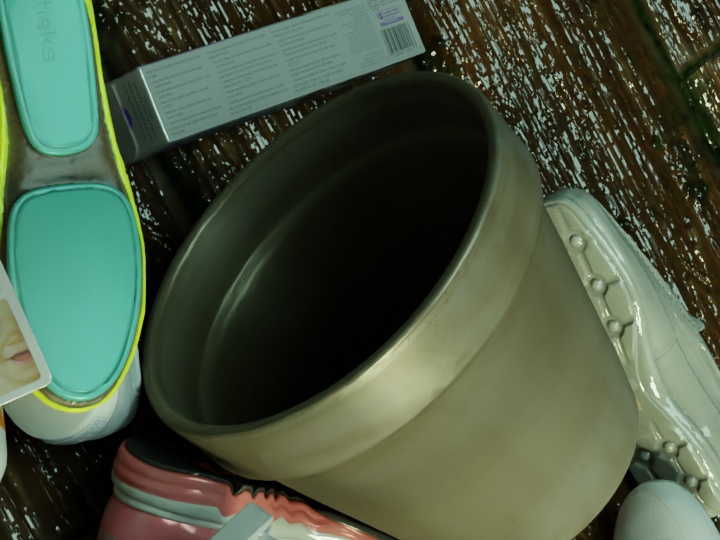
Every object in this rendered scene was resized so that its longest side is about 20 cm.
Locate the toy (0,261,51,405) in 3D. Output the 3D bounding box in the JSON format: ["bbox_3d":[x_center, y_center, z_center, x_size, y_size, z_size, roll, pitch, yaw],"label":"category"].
[{"bbox_3d":[-0.210,-0.025,1.152,0.115,0.047,0.201,-24,78,-7],"label":"toy"}]

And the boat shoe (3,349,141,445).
[{"bbox_3d":[-0.142,-0.020,1.340,0.201,0.072,0.068,67,17,12],"label":"boat shoe"}]

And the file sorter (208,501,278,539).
[{"bbox_3d":[-0.066,0.224,1.232,0.124,0.139,0.200,31,42,17],"label":"file sorter"}]

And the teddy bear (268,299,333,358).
[{"bbox_3d":[0.000,0.000,1.482,0.144,0.067,0.201,24,65,-26],"label":"teddy bear"}]

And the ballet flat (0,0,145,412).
[{"bbox_3d":[-0.132,-0.036,1.269,0.066,0.067,0.201,-3,80,-24],"label":"ballet flat"}]

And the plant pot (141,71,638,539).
[{"bbox_3d":[0.030,0.042,1.355,0.174,0.199,0.201,45,48,-32],"label":"plant pot"}]

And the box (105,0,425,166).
[{"bbox_3d":[-0.047,-0.098,1.480,0.200,0.039,0.042,-25,91,-47],"label":"box"}]

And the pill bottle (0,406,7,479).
[{"bbox_3d":[-0.202,0.038,1.219,0.112,0.112,0.201,5,71,-44],"label":"pill bottle"}]

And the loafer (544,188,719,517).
[{"bbox_3d":[0.148,0.039,1.607,0.201,0.070,0.070,63,38,-18],"label":"loafer"}]

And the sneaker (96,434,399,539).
[{"bbox_3d":[-0.054,0.138,1.378,0.200,0.074,0.087,23,91,-47],"label":"sneaker"}]

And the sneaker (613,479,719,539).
[{"bbox_3d":[0.140,0.197,1.534,0.080,0.070,0.201,24,59,-34],"label":"sneaker"}]
